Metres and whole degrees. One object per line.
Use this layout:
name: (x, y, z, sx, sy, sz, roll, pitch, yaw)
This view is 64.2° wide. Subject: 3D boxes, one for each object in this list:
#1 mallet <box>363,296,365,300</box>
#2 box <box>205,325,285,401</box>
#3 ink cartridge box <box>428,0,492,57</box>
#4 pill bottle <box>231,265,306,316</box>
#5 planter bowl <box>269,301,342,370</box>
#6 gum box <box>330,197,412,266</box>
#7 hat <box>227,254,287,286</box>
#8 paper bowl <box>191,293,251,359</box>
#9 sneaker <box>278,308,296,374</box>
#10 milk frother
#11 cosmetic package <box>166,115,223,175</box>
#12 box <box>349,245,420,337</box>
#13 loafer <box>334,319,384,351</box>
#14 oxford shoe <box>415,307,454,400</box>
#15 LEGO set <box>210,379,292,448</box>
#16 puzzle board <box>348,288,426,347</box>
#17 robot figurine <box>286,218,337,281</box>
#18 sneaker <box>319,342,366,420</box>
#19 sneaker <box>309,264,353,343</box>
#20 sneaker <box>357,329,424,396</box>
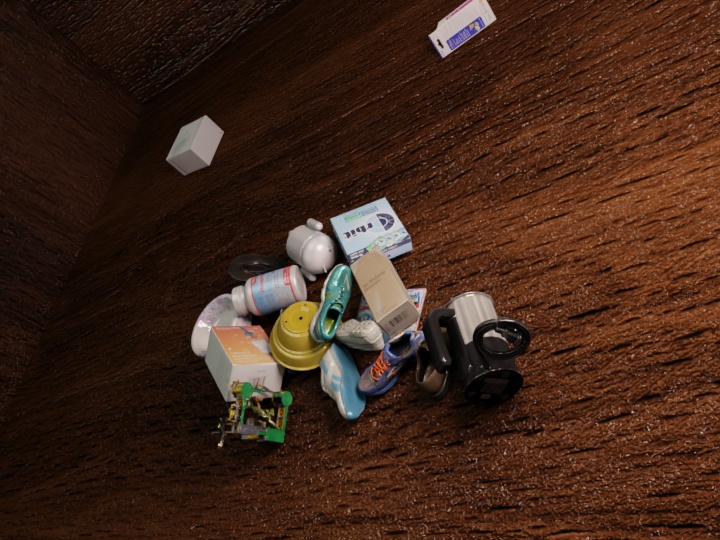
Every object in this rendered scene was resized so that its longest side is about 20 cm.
mallet: (0.000, 0.000, 1.519, 0.065, 0.041, 0.204, -23, 45, 28)
box: (-0.308, 0.240, 1.520, 0.200, 0.149, 0.109, 39, 120, 50)
ink cartridge box: (0.312, -0.757, 1.773, 0.198, 0.094, 0.038, -32, 42, 21)
pill bottle: (-0.258, 0.063, 1.622, 0.195, 0.110, 0.110, -16, 46, 7)
planter bowl: (-0.144, 0.142, 1.452, 0.195, 0.084, 0.204, -5, 50, 5)
gum box: (0.025, -0.097, 1.523, 0.166, 0.045, 0.201, -21, 41, -6)
hat: (-0.315, 0.021, 1.766, 0.200, 0.197, 0.083, 36, 130, 50)
paper bowl: (-0.403, 0.183, 1.716, 0.198, 0.104, 0.204, -25, 45, 27)
sneaker: (-0.200, 0.190, 1.545, 0.088, 0.075, 0.201, -44, 39, 14)
milk frother: (0.236, 0.114, 1.086, 0.200, 0.178, 0.191, -45, 37, 30)
cosmetic package: (-0.757, -0.570, 2.626, 0.196, 0.123, 0.203, -9, 54, 37)
box: (0.056, 0.047, 1.368, 0.094, 0.078, 0.202, -36, 45, 7)
loafer: (-0.006, 0.159, 1.358, 0.069, 0.071, 0.199, -37, 12, -20)
oxford shoe: (0.162, 0.161, 1.212, 0.072, 0.084, 0.204, -12, 51, 38)
LEGO set: (-0.271, 0.351, 1.409, 0.114, 0.198, 0.158, -11, 73, 39)
puzzle board: (0.061, 0.116, 1.395, 0.197, 0.017, 0.154, -6, 56, 41)
robot figurine: (-0.139, -0.060, 1.646, 0.199, 0.111, 0.174, 29, 119, 51)
sneaker: (-0.045, 0.270, 1.341, 0.081, 0.075, 0.202, -50, 35, 25)
sneaker: (-0.058, 0.081, 1.389, 0.079, 0.076, 0.204, -22, 48, 64)
sneaker: (0.065, 0.197, 1.271, 0.200, 0.078, 0.076, -45, 50, 7)
